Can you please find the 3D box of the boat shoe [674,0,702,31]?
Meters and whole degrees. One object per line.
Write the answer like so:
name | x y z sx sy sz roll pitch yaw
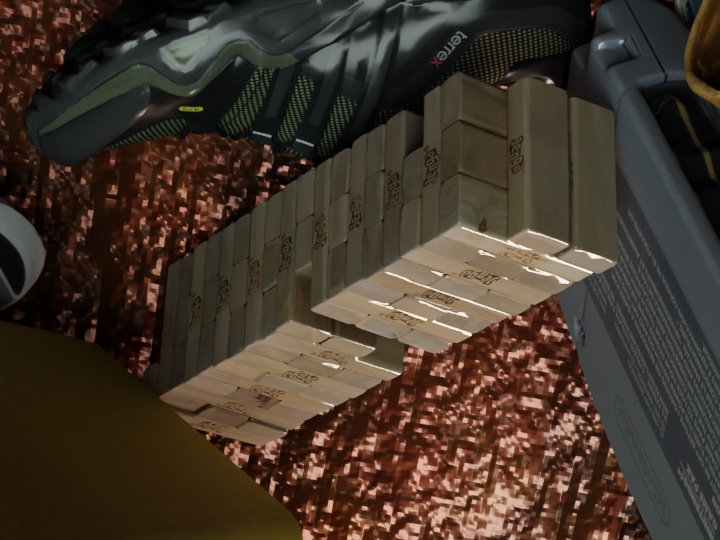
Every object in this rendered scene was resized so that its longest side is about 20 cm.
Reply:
boat shoe | 0.133 -0.081 0.707 0.075 0.062 0.201 -30 122 -8

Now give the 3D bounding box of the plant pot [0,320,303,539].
plant pot | -0.135 0.121 0.714 0.176 0.200 0.201 -10 124 -40

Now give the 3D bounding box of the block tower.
block tower | 0.000 0.000 0.719 0.054 0.058 0.200 19 149 -29

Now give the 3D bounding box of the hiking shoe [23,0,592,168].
hiking shoe | -0.013 -0.058 0.729 0.199 0.076 0.101 -18 111 13

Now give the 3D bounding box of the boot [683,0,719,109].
boot | 0.185 -0.108 0.634 0.144 0.071 0.202 30 97 -48

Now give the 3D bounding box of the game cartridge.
game cartridge | 0.107 0.029 0.677 0.040 0.201 0.134 -8 139 -15

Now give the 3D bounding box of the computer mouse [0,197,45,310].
computer mouse | -0.210 -0.003 0.788 0.199 0.044 0.110 -10 142 5
